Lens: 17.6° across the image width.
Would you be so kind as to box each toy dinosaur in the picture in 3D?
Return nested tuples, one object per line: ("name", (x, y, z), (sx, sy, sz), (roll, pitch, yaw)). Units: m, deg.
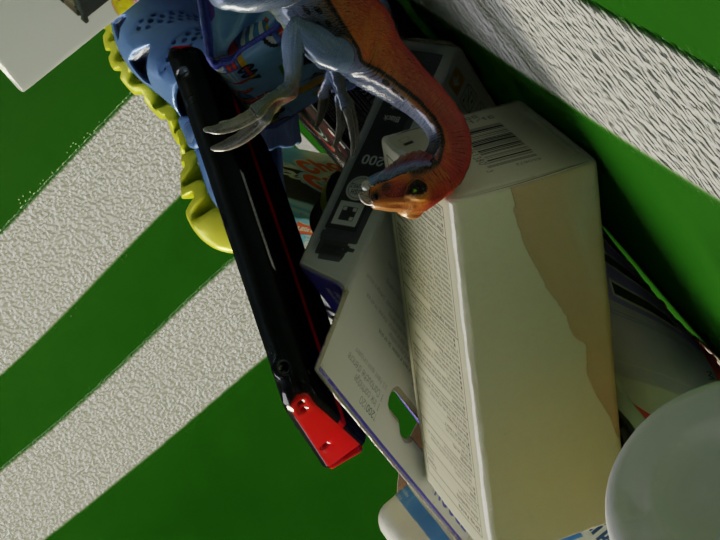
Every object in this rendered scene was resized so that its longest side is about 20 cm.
("toy dinosaur", (-0.021, -0.112, 1.043), (0.181, 0.105, 0.200), (29, 134, 10))

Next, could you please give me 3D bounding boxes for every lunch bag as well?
("lunch bag", (-0.057, -0.194, 1.219), (0.151, 0.094, 0.200), (50, -161, -78))

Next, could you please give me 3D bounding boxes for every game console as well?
("game console", (-0.050, -0.002, 1.206), (0.177, 0.031, 0.200), (52, -163, -72))

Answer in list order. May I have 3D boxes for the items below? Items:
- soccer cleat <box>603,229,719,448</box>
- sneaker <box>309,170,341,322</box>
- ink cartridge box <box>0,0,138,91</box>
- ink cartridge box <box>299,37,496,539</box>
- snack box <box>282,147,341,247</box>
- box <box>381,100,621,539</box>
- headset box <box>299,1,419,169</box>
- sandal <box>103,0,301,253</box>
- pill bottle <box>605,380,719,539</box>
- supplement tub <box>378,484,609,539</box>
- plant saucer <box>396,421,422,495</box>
("soccer cleat", (0.146, 0.046, 1.193), (0.068, 0.073, 0.200), (111, 141, -60))
("sneaker", (0.000, 0.000, 1.347), (0.074, 0.081, 0.200), (34, 178, 12))
("ink cartridge box", (-0.171, -0.223, 1.382), (0.146, 0.200, 0.083), (49, 177, 45))
("ink cartridge box", (0.039, 0.015, 1.239), (0.043, 0.200, 0.198), (7, 150, 32))
("snack box", (0.011, -0.034, 1.516), (0.200, 0.037, 0.116), (9, -156, -31))
("box", (0.071, 0.030, 1.144), (0.095, 0.078, 0.200), (-132, 29, -57))
("headset box", (-0.007, -0.118, 1.400), (0.149, 0.075, 0.200), (50, 178, -3))
("sandal", (-0.088, -0.113, 1.389), (0.200, 0.079, 0.087), (59, 143, 21))
("pill bottle", (0.197, 0.147, 1.066), (0.114, 0.114, 0.200), (49, 177, 45))
("supplement tub", (0.123, 0.152, 1.565), (0.132, 0.200, 0.132), (51, 179, 2))
("plant saucer", (0.126, 0.159, 1.649), (0.200, 0.200, 0.034), (51, 176, 5))
